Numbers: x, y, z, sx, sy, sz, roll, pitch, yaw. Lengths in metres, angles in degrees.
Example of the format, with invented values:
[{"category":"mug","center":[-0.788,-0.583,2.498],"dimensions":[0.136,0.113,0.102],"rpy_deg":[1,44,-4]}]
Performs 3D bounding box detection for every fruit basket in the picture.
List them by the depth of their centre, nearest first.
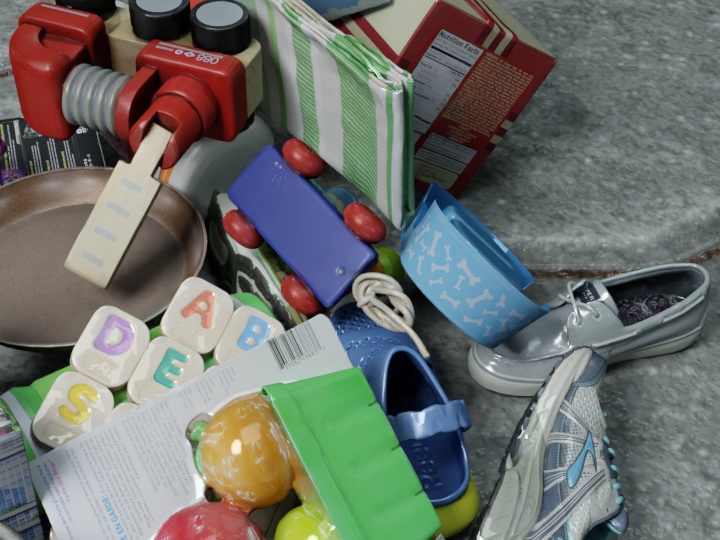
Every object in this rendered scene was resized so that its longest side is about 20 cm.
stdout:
[{"category":"fruit basket","center":[-0.065,0.150,0.621],"dimensions":[0.199,0.094,0.186],"rpy_deg":[-28,81,-10]}]

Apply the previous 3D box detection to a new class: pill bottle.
[{"category":"pill bottle","center":[-0.175,-0.143,0.925],"dimensions":[0.109,0.110,0.200],"rpy_deg":[-30,63,-32]}]

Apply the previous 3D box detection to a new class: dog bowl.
[{"category":"dog bowl","center":[0.078,-0.004,0.785],"dimensions":[0.111,0.050,0.200],"rpy_deg":[42,10,-7]}]

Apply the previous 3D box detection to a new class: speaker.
[{"category":"speaker","center":[-0.147,0.086,0.715],"dimensions":[0.199,0.089,0.088],"rpy_deg":[-25,49,-28]}]

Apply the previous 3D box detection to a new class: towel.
[{"category":"towel","center":[-0.032,-0.133,0.796],"dimensions":[0.023,0.153,0.200],"rpy_deg":[-37,58,-22]}]

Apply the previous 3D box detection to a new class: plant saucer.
[{"category":"plant saucer","center":[-0.213,-0.006,0.787],"dimensions":[0.198,0.032,0.201],"rpy_deg":[1,41,-1]}]

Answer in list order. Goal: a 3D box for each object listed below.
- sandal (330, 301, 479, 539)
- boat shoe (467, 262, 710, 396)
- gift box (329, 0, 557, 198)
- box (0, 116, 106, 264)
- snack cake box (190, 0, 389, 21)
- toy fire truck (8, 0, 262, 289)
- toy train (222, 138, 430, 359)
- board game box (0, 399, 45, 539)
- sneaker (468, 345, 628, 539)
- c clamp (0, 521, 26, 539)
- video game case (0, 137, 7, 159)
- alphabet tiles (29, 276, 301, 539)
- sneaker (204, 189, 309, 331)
[{"category":"sandal","center":[0.029,0.082,0.728],"dimensions":[0.079,0.088,0.200],"rpy_deg":[-15,41,-16]},{"category":"boat shoe","center":[0.174,0.035,0.799],"dimensions":[0.199,0.072,0.070],"rpy_deg":[-14,45,-15]},{"category":"gift box","center":[0.021,-0.185,0.936],"dimensions":[0.184,0.200,0.187],"rpy_deg":[19,29,-44]},{"category":"box","center":[-0.292,-0.058,0.897],"dimensions":[0.159,0.044,0.201],"rpy_deg":[-11,44,-15]},{"category":"snack cake box","center":[-0.068,-0.260,0.876],"dimensions":[0.199,0.067,0.116],"rpy_deg":[-7,71,37]},{"category":"toy fire truck","center":[-0.183,-0.106,0.775],"dimensions":[0.175,0.129,0.201],"rpy_deg":[16,45,12]},{"category":"toy train","center":[0.000,0.000,0.766],"dimensions":[0.200,0.085,0.116],"rpy_deg":[47,12,23]},{"category":"board game box","center":[-0.265,0.079,0.628],"dimensions":[0.061,0.201,0.200],"rpy_deg":[-27,49,-31]},{"category":"sneaker","center":[0.135,0.139,0.695],"dimensions":[0.086,0.078,0.201],"rpy_deg":[26,53,8]},{"category":"c clamp","center":[-0.223,0.208,0.556],"dimensions":[0.199,0.172,0.027],"rpy_deg":[11,7,29]},{"category":"video game case","center":[-0.386,-0.027,0.803],"dimensions":[0.180,0.036,0.201],"rpy_deg":[-7,43,26]},{"category":"alphabet tiles","center":[-0.099,0.108,0.668],"dimensions":[0.199,0.015,0.196],"rpy_deg":[29,61,-7]},{"category":"sneaker","center":[-0.057,0.003,0.828],"dimensions":[0.088,0.077,0.201],"rpy_deg":[-8,44,-24]}]
